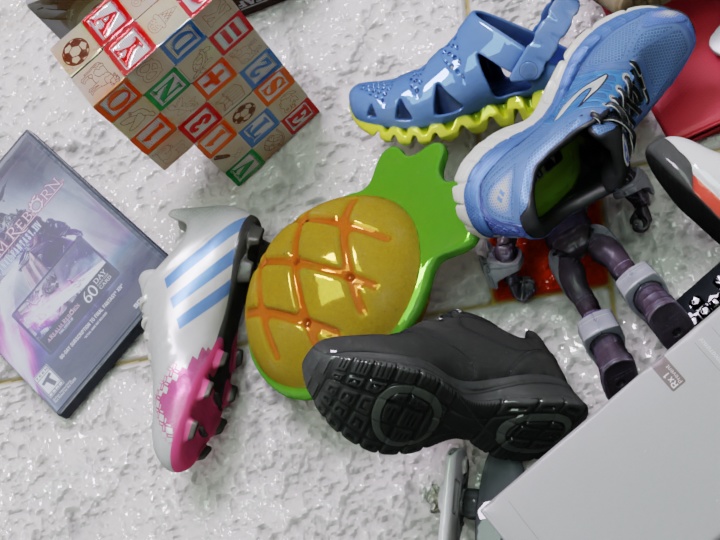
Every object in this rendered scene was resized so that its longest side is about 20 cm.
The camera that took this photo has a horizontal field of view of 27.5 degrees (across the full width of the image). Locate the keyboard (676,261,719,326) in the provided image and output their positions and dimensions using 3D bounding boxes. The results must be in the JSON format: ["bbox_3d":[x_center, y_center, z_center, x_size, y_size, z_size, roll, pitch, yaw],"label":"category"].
[{"bbox_3d":[0.281,-0.030,0.941,0.200,0.040,0.104,-42,49,2],"label":"keyboard"}]

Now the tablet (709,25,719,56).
[{"bbox_3d":[0.346,-0.152,0.968,0.199,0.014,0.130,34,75,31],"label":"tablet"}]

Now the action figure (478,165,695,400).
[{"bbox_3d":[0.146,-0.012,0.980,0.130,0.069,0.201,-35,49,12],"label":"action figure"}]

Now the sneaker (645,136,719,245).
[{"bbox_3d":[0.280,-0.043,0.901,0.201,0.067,0.108,41,90,14],"label":"sneaker"}]

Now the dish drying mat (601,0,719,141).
[{"bbox_3d":[0.216,-0.182,1.043,0.076,0.018,0.201,-24,64,10],"label":"dish drying mat"}]

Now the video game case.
[{"bbox_3d":[-0.244,-0.001,1.144,0.200,0.019,0.143,39,87,26],"label":"video game case"}]

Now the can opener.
[{"bbox_3d":[0.063,0.210,0.937,0.066,0.053,0.202,4,73,20],"label":"can opener"}]

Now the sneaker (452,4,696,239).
[{"bbox_3d":[0.153,-0.088,0.936,0.200,0.079,0.089,-48,35,-13],"label":"sneaker"}]

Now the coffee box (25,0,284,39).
[{"bbox_3d":[-0.150,-0.243,1.143,0.198,0.114,0.080,-18,66,12],"label":"coffee box"}]

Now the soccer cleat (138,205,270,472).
[{"bbox_3d":[-0.127,0.045,1.055,0.085,0.070,0.202,10,67,13],"label":"soccer cleat"}]

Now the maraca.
[{"bbox_3d":[0.000,0.000,1.000,0.200,0.107,0.137,-46,51,6],"label":"maraca"}]

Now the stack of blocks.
[{"bbox_3d":[-0.117,-0.132,1.042,0.115,0.200,0.059,-41,65,2],"label":"stack of blocks"}]

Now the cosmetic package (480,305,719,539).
[{"bbox_3d":[0.181,0.125,0.877,0.200,0.090,0.107,-41,68,-1],"label":"cosmetic package"}]

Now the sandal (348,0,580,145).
[{"bbox_3d":[0.086,-0.142,1.028,0.198,0.088,0.080,-10,23,10],"label":"sandal"}]

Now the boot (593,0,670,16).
[{"bbox_3d":[0.221,-0.261,1.023,0.198,0.073,0.167,-21,49,-6],"label":"boot"}]

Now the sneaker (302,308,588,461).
[{"bbox_3d":[0.048,0.066,0.940,0.076,0.198,0.091,-54,37,34],"label":"sneaker"}]
